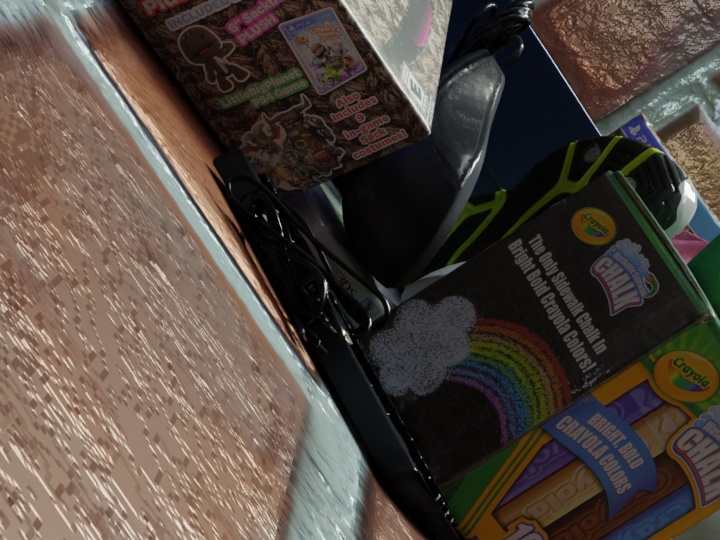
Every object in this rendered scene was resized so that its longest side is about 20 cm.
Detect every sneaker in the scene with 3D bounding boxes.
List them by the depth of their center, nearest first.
[{"bbox_3d":[0.111,-0.014,1.313,0.076,0.200,0.076,39,56,-25],"label":"sneaker"}]

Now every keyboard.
[{"bbox_3d":[-0.003,0.022,1.070,0.200,0.040,0.104,59,5,33],"label":"keyboard"}]

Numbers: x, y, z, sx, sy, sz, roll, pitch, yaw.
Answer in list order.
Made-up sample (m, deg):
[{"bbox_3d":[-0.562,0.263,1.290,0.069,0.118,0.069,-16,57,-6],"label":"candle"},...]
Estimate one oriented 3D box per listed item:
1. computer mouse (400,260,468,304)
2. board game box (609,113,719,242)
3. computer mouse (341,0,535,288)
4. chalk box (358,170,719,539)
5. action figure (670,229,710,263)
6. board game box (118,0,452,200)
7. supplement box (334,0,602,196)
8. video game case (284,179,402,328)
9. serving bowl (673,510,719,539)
[{"bbox_3d":[0.106,0.041,1.292,0.200,0.110,0.044,36,53,-32],"label":"computer mouse"},{"bbox_3d":[0.170,0.013,1.763,0.097,0.200,0.160,52,8,-42],"label":"board game box"},{"bbox_3d":[0.027,-0.065,1.267,0.053,0.139,0.200,32,31,-9],"label":"computer mouse"},{"bbox_3d":[0.122,0.049,1.174,0.124,0.200,0.125,54,7,-42],"label":"chalk box"},{"bbox_3d":[0.241,0.011,1.541,0.200,0.134,0.149,4,-23,46],"label":"action figure"},{"bbox_3d":[-0.048,-0.165,1.209,0.200,0.097,0.160,54,26,-28],"label":"board game box"},{"bbox_3d":[0.051,-0.076,1.483,0.200,0.134,0.200,57,-5,-6],"label":"supplement box"},{"bbox_3d":[0.000,0.000,1.330,0.182,0.022,0.200,54,6,-29],"label":"video game case"},{"bbox_3d":[0.207,0.208,1.375,0.200,0.066,0.201,-14,106,-59],"label":"serving bowl"}]
